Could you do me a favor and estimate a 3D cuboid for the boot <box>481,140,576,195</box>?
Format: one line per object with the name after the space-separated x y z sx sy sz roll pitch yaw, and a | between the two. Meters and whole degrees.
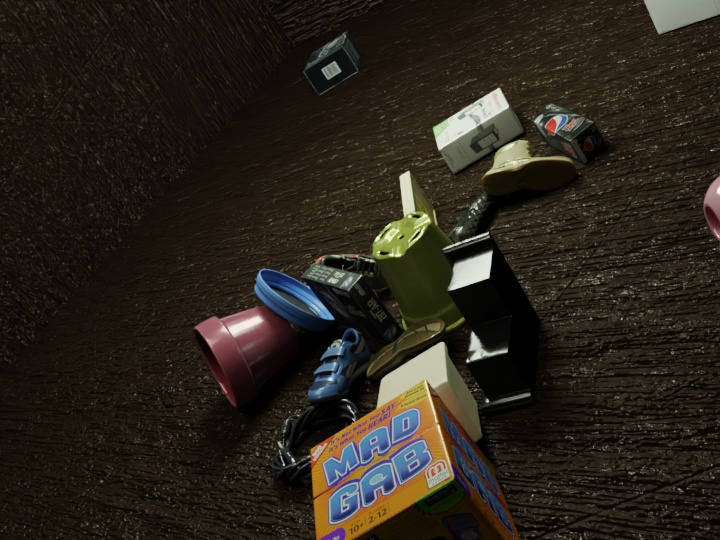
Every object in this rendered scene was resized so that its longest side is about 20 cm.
0.370 -0.229 1.698 0.198 0.073 0.156 -10 28 28 | boot

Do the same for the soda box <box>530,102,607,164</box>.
0.447 -0.299 1.710 0.063 0.071 0.200 -39 26 4 | soda box

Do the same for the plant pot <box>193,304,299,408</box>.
-0.239 0.167 1.716 0.178 0.202 0.200 -29 23 -18 | plant pot

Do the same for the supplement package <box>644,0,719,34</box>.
0.769 -0.648 1.809 0.199 0.118 0.117 -9 38 44 | supplement package

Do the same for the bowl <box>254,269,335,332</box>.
-0.145 0.068 1.738 0.040 0.199 0.201 -58 24 11 | bowl

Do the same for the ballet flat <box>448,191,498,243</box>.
0.253 -0.114 1.703 0.200 0.057 0.066 -50 1 -33 | ballet flat

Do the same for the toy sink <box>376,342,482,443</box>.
0.108 0.217 1.246 0.130 0.113 0.200 -32 8 9 | toy sink

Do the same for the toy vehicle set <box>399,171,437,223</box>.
0.135 -0.127 1.768 0.026 0.125 0.201 -29 27 16 | toy vehicle set

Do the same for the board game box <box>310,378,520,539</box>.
0.072 0.317 1.057 0.199 0.200 0.200 -33 26 10 | board game box

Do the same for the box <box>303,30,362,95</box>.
-0.108 -0.844 3.209 0.198 0.124 0.197 -26 27 22 | box

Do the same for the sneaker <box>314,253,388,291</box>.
0.000 0.000 1.698 0.197 0.078 0.082 -1 -10 -6 | sneaker

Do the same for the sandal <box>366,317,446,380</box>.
0.091 0.153 1.470 0.200 0.054 0.081 -39 16 32 | sandal

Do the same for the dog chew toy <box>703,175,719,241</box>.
0.614 -0.111 1.160 0.198 0.125 0.125 -25 28 8 | dog chew toy

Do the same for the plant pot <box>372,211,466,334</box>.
0.121 -0.004 1.523 0.199 0.185 0.201 -30 27 17 | plant pot

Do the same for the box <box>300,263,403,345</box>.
-0.018 0.067 1.612 0.044 0.161 0.199 -46 28 -18 | box

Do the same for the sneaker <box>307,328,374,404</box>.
-0.047 0.183 1.503 0.073 0.083 0.200 -11 19 33 | sneaker

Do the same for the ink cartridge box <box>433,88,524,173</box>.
0.291 -0.349 1.969 0.199 0.084 0.146 -30 27 15 | ink cartridge box

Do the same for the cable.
-0.082 0.307 1.433 0.198 0.051 0.164 -14 33 37 | cable

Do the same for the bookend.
0.202 0.085 1.265 0.091 0.199 0.201 -19 32 28 | bookend
